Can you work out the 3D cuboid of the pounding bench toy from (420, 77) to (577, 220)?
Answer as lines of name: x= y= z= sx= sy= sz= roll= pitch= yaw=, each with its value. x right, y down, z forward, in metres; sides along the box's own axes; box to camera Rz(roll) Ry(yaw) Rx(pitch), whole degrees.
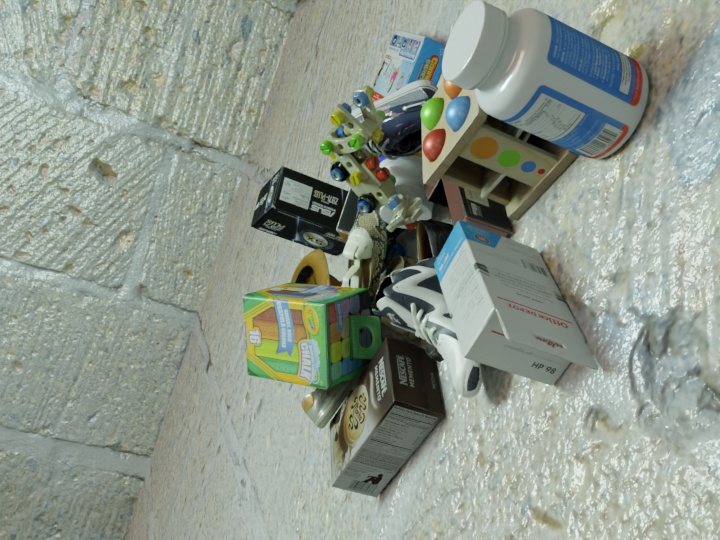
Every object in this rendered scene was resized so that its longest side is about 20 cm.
pounding bench toy: x=0.156 y=-0.198 z=0.929 sx=0.125 sy=0.153 sz=0.203 roll=-50 pitch=29 yaw=46

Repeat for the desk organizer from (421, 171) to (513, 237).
desk organizer: x=0.139 y=-0.097 z=1.018 sx=0.202 sy=0.070 sz=0.078 roll=-95 pitch=28 yaw=-48

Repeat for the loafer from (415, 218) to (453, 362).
loafer: x=0.099 y=0.024 z=1.021 sx=0.073 sy=0.071 sz=0.204 roll=-42 pitch=36 yaw=53

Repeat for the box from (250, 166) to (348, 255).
box: x=-0.100 y=-0.113 z=1.489 sx=0.163 sy=0.196 sz=0.088 roll=-22 pitch=52 yaw=64

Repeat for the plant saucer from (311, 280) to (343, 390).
plant saucer: x=-0.038 y=0.121 z=1.347 sx=0.203 sy=0.050 sz=0.201 roll=-90 pitch=26 yaw=-42

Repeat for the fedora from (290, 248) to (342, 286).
fedora: x=-0.065 y=0.065 z=1.275 sx=0.200 sy=0.080 sz=0.205 roll=-36 pitch=48 yaw=54

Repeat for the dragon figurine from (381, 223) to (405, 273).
dragon figurine: x=0.037 y=-0.023 z=1.249 sx=0.099 sy=0.058 sz=0.204 roll=15 pitch=87 yaw=71

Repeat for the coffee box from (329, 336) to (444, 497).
coffee box: x=0.030 y=0.207 z=1.044 sx=0.114 sy=0.078 sz=0.202 roll=-96 pitch=29 yaw=-50

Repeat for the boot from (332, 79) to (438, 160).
boot: x=0.031 y=-0.199 z=1.104 sx=0.198 sy=0.072 sz=0.092 roll=-27 pitch=45 yaw=30

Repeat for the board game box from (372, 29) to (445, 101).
board game box: x=0.077 y=-0.344 z=1.414 sx=0.200 sy=0.055 sz=0.199 roll=-122 pitch=52 yaw=-65

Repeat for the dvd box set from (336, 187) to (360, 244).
dvd box set: x=0.007 y=-0.112 z=1.299 sx=0.200 sy=0.029 sz=0.149 roll=57 pitch=-129 yaw=-78

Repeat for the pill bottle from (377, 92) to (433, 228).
pill bottle: x=0.080 y=-0.174 z=1.182 sx=0.112 sy=0.110 sz=0.204 roll=-41 pitch=36 yaw=55

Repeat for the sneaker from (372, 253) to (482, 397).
sneaker: x=0.079 y=0.068 z=0.919 sx=0.080 sy=0.126 sz=0.203 roll=72 pitch=-168 yaw=-57

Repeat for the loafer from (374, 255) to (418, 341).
loafer: x=0.058 y=0.028 z=1.123 sx=0.201 sy=0.066 sz=0.077 roll=-102 pitch=35 yaw=-65

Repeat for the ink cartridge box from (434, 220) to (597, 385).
ink cartridge box: x=0.156 y=0.043 z=0.785 sx=0.067 sy=0.114 sz=0.202 roll=-60 pitch=23 yaw=30

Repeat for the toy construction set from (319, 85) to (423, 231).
toy construction set: x=0.019 y=-0.145 z=1.051 sx=0.092 sy=0.203 sz=0.130 roll=-34 pitch=6 yaw=-40

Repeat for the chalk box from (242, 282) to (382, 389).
chalk box: x=-0.060 y=0.093 z=1.101 sx=0.196 sy=0.123 sz=0.128 roll=3 pitch=100 yaw=33

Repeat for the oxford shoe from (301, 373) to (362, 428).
oxford shoe: x=-0.032 y=0.166 z=1.181 sx=0.200 sy=0.057 sz=0.076 roll=-48 pitch=-8 yaw=-50

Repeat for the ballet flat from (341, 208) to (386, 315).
ballet flat: x=0.000 y=0.000 z=1.181 sx=0.067 sy=0.074 sz=0.205 roll=17 pitch=110 yaw=38

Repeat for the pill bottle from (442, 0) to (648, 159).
pill bottle: x=0.189 y=-0.201 z=0.776 sx=0.113 sy=0.196 sz=0.114 roll=-52 pitch=27 yaw=42
